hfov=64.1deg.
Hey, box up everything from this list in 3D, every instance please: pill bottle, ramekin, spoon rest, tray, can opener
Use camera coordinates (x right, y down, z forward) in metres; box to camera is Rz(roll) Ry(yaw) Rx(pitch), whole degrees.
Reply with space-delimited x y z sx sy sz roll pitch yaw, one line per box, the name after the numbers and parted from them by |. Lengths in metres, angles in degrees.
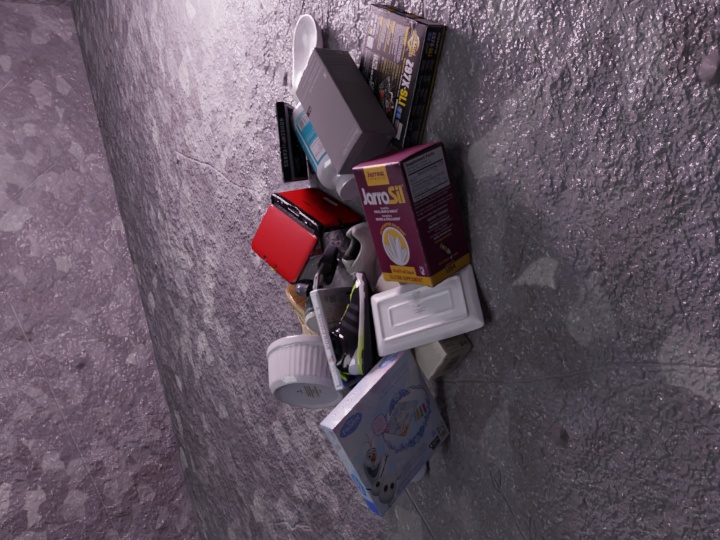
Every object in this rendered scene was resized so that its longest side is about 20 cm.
-0.053 -0.238 1.121 0.204 0.108 0.112 62 142 22 | pill bottle
-0.108 0.224 1.230 0.202 0.197 0.097 -45 34 50 | ramekin
-0.112 -0.422 1.197 0.098 0.059 0.208 17 114 52 | spoon rest
0.103 0.066 0.960 0.195 0.022 0.111 -20 67 25 | tray
-0.089 0.001 1.187 0.201 0.064 0.055 -75 -11 -68 | can opener

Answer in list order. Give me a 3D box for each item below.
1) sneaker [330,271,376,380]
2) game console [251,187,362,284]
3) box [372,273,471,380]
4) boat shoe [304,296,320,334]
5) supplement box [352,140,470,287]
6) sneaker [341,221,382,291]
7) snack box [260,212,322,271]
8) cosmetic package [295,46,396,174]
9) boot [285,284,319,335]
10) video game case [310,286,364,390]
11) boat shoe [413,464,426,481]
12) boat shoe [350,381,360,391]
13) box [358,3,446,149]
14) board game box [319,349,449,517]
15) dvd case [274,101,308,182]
-0.017 0.094 1.037 0.072 0.080 0.206 66 -160 -56 | sneaker
-0.116 -0.080 1.209 0.199 0.168 0.122 35 129 43 | game console
0.105 0.084 1.023 0.203 0.067 0.083 58 141 27 | box
-0.061 0.111 1.212 0.071 0.200 0.063 -24 56 12 | boat shoe
0.084 -0.090 0.937 0.129 0.102 0.206 6 118 55 | supplement box
0.000 0.000 1.131 0.075 0.090 0.207 24 119 50 | sneaker
-0.170 -0.088 1.387 0.198 0.052 0.147 -15 88 56 | snack box
-0.030 -0.280 1.015 0.108 0.088 0.204 -53 54 44 | cosmetic package
-0.125 0.144 1.375 0.199 0.071 0.159 41 132 34 | boot
-0.029 0.127 1.140 0.022 0.199 0.188 -18 84 19 | video game case
0.046 0.342 1.149 0.196 0.075 0.068 32 176 0 | boat shoe
0.046 0.271 1.166 0.197 0.071 0.075 -1 104 54 | boat shoe
0.058 -0.331 0.986 0.159 0.048 0.206 39 130 40 | box
0.049 0.272 0.991 0.043 0.199 0.203 6 129 51 | board game box
-0.143 -0.267 1.216 0.200 0.024 0.156 -65 -30 -79 | dvd case
